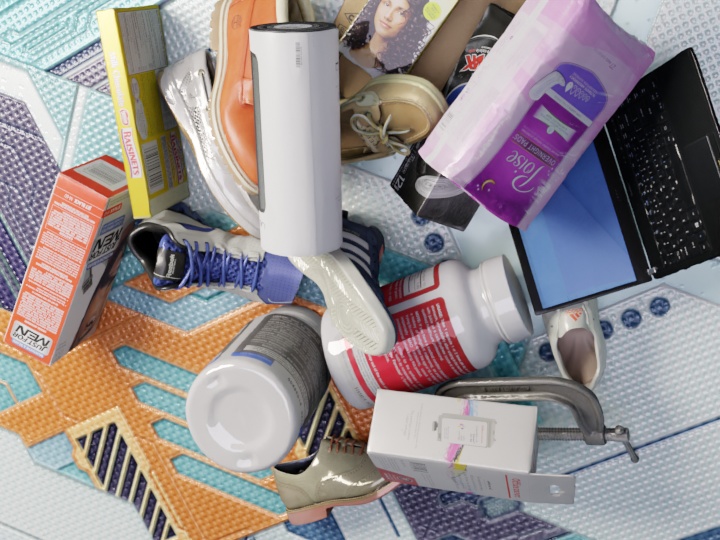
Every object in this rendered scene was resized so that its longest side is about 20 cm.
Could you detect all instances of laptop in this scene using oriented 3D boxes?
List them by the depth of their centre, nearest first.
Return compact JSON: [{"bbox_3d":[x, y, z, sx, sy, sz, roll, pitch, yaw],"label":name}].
[{"bbox_3d":[0.229,-0.075,0.902,0.102,0.200,0.180,-12,81,-28],"label":"laptop"}]

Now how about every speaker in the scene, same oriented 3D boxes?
[{"bbox_3d":[-0.056,-0.117,0.893,0.080,0.081,0.204,3,110,11],"label":"speaker"}]

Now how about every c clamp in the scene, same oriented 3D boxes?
[{"bbox_3d":[0.178,0.159,1.018,0.196,0.027,0.172,0,144,22],"label":"c clamp"}]

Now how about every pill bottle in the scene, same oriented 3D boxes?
[{"bbox_3d":[0.068,0.058,1.000,0.197,0.112,0.114,-21,101,17],"label":"pill bottle"},{"bbox_3d":[-0.091,0.110,1.001,0.112,0.200,0.116,3,106,11],"label":"pill bottle"}]

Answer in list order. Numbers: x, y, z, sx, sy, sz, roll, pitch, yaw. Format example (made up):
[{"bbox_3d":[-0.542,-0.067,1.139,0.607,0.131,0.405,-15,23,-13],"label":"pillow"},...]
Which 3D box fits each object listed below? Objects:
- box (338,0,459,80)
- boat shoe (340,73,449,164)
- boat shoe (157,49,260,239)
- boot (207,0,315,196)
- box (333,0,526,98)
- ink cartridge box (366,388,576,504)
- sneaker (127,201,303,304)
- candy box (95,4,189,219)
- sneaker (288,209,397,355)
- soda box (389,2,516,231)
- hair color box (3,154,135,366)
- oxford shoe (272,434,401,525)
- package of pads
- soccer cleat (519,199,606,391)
[{"bbox_3d":[0.063,-0.269,0.916,0.075,0.050,0.201,35,109,-1],"label":"box"},{"bbox_3d":[-0.001,-0.131,0.941,0.198,0.063,0.074,-9,127,46],"label":"boat shoe"},{"bbox_3d":[-0.131,-0.130,1.009,0.069,0.071,0.202,-28,97,17],"label":"boat shoe"},{"bbox_3d":[-0.087,-0.177,0.942,0.106,0.075,0.204,-9,81,35],"label":"boot"},{"bbox_3d":[0.062,-0.239,0.963,0.162,0.021,0.202,30,109,1],"label":"box"},{"bbox_3d":[0.114,0.175,0.973,0.196,0.117,0.069,6,66,13],"label":"ink cartridge box"},{"bbox_3d":[-0.160,-0.005,1.027,0.196,0.115,0.082,19,110,6],"label":"sneaker"},{"bbox_3d":[-0.218,-0.163,1.001,0.026,0.102,0.204,-4,105,12],"label":"candy box"},{"bbox_3d":[0.000,0.000,0.969,0.083,0.201,0.076,-12,135,-27],"label":"sneaker"},{"bbox_3d":[0.110,-0.142,0.939,0.070,0.063,0.202,14,114,-36],"label":"soda box"},{"bbox_3d":[-0.302,-0.012,1.057,0.063,0.111,0.202,27,110,3],"label":"hair color box"},{"bbox_3d":[-0.011,0.214,1.084,0.198,0.071,0.075,-27,97,17],"label":"oxford shoe"},{"bbox_3d":[0.154,-0.146,0.867,0.120,0.076,0.201,27,107,-36],"label":"package of pads"},{"bbox_3d":[0.204,0.024,0.980,0.068,0.078,0.203,-16,102,15],"label":"soccer cleat"}]
